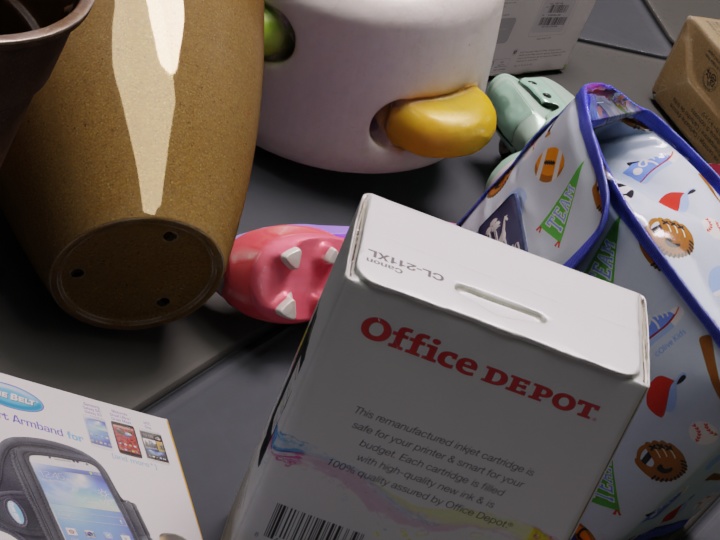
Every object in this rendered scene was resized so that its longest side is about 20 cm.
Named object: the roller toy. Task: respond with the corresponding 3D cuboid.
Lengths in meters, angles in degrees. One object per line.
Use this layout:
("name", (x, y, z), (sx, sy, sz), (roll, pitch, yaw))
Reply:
("roller toy", (-0.004, -0.149, 1.546), (0.200, 0.140, 0.183), (12, 32, 2))

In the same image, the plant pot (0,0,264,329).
("plant pot", (-0.132, -0.074, 1.328), (0.186, 0.186, 0.200), (9, 47, -23))

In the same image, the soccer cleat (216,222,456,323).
("soccer cleat", (0.000, 0.000, 1.395), (0.200, 0.067, 0.076), (-1, 13, -42))

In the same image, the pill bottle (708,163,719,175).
("pill bottle", (0.206, -0.010, 1.497), (0.200, 0.113, 0.113), (1, 37, -34))

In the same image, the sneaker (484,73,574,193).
("sneaker", (0.104, -0.073, 1.553), (0.118, 0.074, 0.200), (43, 21, 21))

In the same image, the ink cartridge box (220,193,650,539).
("ink cartridge box", (0.032, 0.084, 1.141), (0.146, 0.200, 0.083), (21, 30, -5))

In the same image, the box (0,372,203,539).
("box", (-0.132, 0.114, 1.123), (0.119, 0.042, 0.200), (18, 31, -29))

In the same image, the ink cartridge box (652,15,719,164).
("ink cartridge box", (0.328, -0.094, 1.753), (0.165, 0.075, 0.200), (6, 34, -30))

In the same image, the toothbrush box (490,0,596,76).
("toothbrush box", (0.054, -0.228, 1.768), (0.145, 0.086, 0.200), (-8, 41, -43))

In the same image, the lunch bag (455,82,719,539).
("lunch bag", (0.131, 0.026, 1.297), (0.124, 0.170, 0.200), (-12, 61, -48))

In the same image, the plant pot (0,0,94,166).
("plant pot", (-0.254, -0.087, 1.218), (0.200, 0.198, 0.200), (17, 31, -11))
